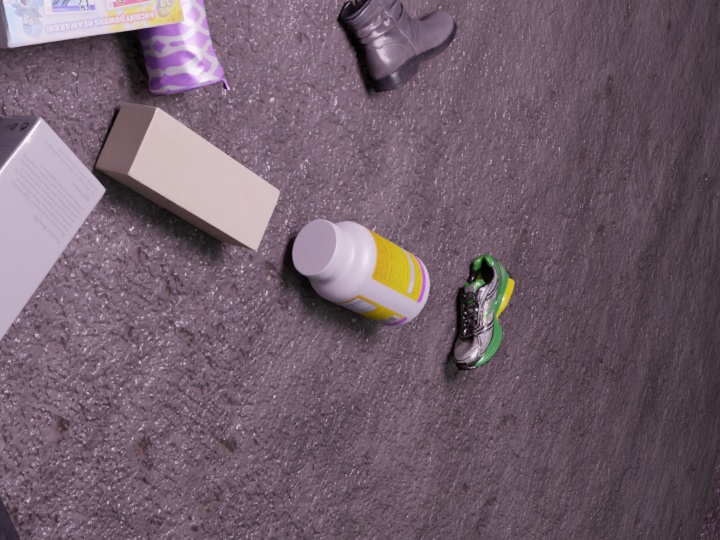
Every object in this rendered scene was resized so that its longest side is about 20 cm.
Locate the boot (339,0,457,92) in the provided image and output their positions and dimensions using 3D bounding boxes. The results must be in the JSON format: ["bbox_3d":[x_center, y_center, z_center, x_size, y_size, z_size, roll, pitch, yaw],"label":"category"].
[{"bbox_3d":[0.059,-0.348,1.328,0.201,0.069,0.133,-51,126,-40],"label":"boot"}]

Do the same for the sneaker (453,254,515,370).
[{"bbox_3d":[0.181,0.067,1.536,0.085,0.077,0.203,43,53,-38],"label":"sneaker"}]

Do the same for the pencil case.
[{"bbox_3d":[-0.194,-0.282,0.994,0.084,0.084,0.204,-13,109,-18],"label":"pencil case"}]

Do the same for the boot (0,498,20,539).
[{"bbox_3d":[-0.390,0.219,0.832,0.164,0.065,0.203,-35,125,-42],"label":"boot"}]

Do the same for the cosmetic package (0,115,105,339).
[{"bbox_3d":[-0.329,-0.031,0.867,0.202,0.073,0.102,-60,135,-26],"label":"cosmetic package"}]

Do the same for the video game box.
[{"bbox_3d":[-0.253,-0.301,0.852,0.199,0.046,0.186,-25,113,-48],"label":"video game box"}]

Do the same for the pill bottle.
[{"bbox_3d":[0.000,0.000,1.262,0.199,0.103,0.106,27,73,-50],"label":"pill bottle"}]

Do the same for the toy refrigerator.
[{"bbox_3d":[-0.184,-0.098,1.047,0.199,0.069,0.077,32,77,-48],"label":"toy refrigerator"}]
